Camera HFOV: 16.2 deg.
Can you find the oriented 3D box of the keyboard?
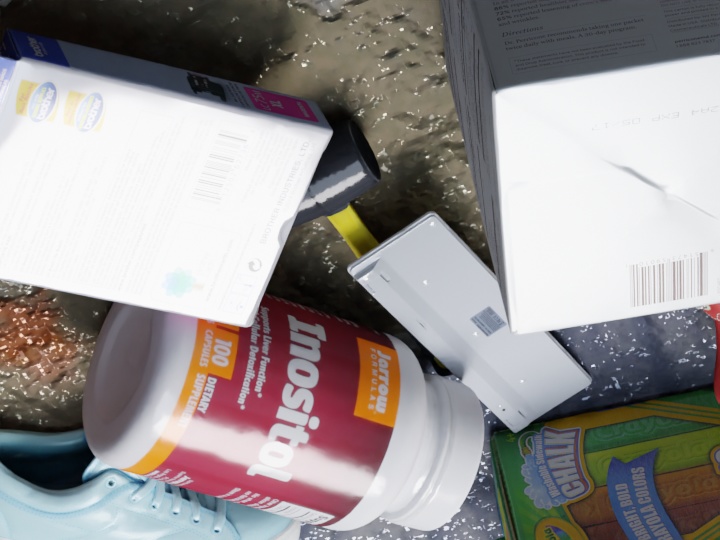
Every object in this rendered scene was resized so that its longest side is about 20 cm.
[{"bbox_3d":[0.063,0.031,1.393,0.056,0.011,0.200,-38,138,7],"label":"keyboard"}]

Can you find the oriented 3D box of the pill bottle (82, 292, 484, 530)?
[{"bbox_3d":[-0.039,0.075,1.366,0.200,0.113,0.113,18,126,-25],"label":"pill bottle"}]

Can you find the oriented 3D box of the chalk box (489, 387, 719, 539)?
[{"bbox_3d":[0.143,0.164,1.473,0.200,0.125,0.124,-12,133,-1],"label":"chalk box"}]

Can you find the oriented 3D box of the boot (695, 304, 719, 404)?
[{"bbox_3d":[0.172,-0.007,1.362,0.144,0.072,0.200,-2,124,-8],"label":"boot"}]

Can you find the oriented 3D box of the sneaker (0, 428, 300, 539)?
[{"bbox_3d":[-0.127,0.126,1.423,0.200,0.074,0.082,2,134,-13],"label":"sneaker"}]

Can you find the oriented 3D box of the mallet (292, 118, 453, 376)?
[{"bbox_3d":[0.000,0.000,1.360,0.066,0.041,0.200,-20,136,6],"label":"mallet"}]

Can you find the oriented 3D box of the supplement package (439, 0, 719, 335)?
[{"bbox_3d":[0.122,-0.100,1.177,0.152,0.200,0.151,-9,133,-2],"label":"supplement package"}]

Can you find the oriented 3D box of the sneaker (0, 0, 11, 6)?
[{"bbox_3d":[-0.148,-0.159,1.162,0.082,0.073,0.200,24,124,-29],"label":"sneaker"}]

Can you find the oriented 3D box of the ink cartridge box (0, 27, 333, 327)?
[{"bbox_3d":[-0.125,-0.046,1.232,0.200,0.042,0.119,10,117,-28],"label":"ink cartridge box"}]
